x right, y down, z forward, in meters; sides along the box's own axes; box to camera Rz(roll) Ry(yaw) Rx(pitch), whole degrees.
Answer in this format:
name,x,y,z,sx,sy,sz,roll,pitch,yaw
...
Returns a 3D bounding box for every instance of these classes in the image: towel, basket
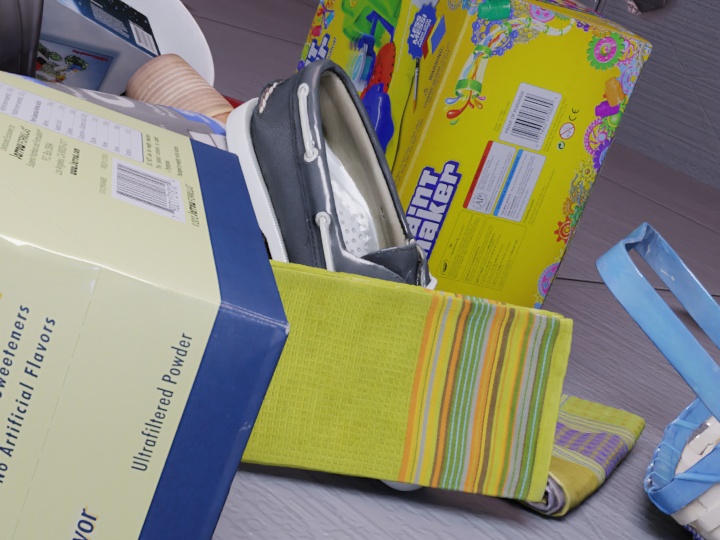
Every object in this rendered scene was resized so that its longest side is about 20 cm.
name,x,y,z,sx,sy,sz,roll,pitch,yaw
towel,0.074,0.076,0.803,0.142,0.023,0.200,26,13,20
towel,0.000,0.046,0.632,0.198,0.087,0.018,10,-7,-23
basket,0.197,0.061,0.750,0.201,0.139,0.176,55,18,6

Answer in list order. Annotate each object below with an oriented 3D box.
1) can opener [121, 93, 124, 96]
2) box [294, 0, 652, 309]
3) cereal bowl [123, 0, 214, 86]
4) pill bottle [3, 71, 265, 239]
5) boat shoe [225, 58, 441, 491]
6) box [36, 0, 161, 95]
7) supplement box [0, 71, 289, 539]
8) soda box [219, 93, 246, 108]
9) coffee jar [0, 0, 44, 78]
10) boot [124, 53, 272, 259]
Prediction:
name,x,y,z,sx,sy,sz,roll,pitch,yaw
can opener,-0.142,-0.108,0.932,0.200,0.053,0.066,42,-37,-21
box,0.044,-0.085,0.885,0.121,0.202,0.193,12,19,-27
cereal bowl,-0.206,-0.144,1.031,0.198,0.084,0.202,22,41,-20
pill bottle,-0.147,-0.029,0.663,0.113,0.115,0.199,31,16,38
boat shoe,0.000,0.000,0.676,0.075,0.060,0.202,-15,78,-57
box,-0.219,-0.124,0.802,0.200,0.136,0.038,26,38,-60
supplement box,-0.144,0.015,0.440,0.197,0.136,0.200,18,13,-14
soda box,-0.027,-0.070,1.126,0.198,0.071,0.063,15,13,-25
coffee jar,-0.241,-0.108,0.661,0.198,0.105,0.086,-12,64,-24
boot,-0.059,-0.017,0.830,0.156,0.076,0.201,52,-16,23
